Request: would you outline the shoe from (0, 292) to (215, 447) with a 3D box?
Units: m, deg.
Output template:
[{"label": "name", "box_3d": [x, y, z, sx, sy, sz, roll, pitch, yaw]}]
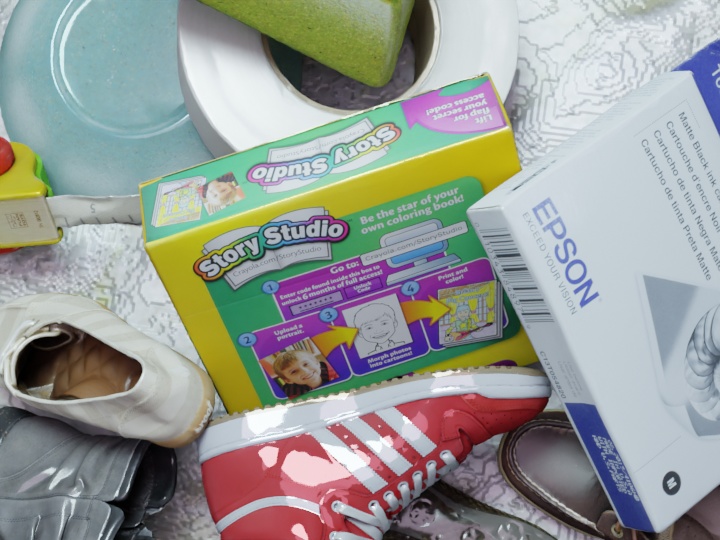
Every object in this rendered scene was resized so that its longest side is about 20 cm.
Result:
[{"label": "shoe", "box_3d": [-0.165, 0.049, 0.865, 0.199, 0.053, 0.070, 14, 81, 42]}]

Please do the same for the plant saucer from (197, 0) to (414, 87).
[{"label": "plant saucer", "box_3d": [-0.027, -0.228, 0.805, 0.199, 0.048, 0.201, 22, 78, -28]}]

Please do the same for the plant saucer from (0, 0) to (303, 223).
[{"label": "plant saucer", "box_3d": [-0.137, -0.131, 0.942, 0.200, 0.039, 0.202, -1, 81, 6]}]

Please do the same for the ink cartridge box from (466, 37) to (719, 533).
[{"label": "ink cartridge box", "box_3d": [0.177, 0.003, 0.805, 0.200, 0.041, 0.200, -35, 105, -25]}]

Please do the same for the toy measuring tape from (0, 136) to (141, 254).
[{"label": "toy measuring tape", "box_3d": [-0.188, -0.050, 0.915, 0.199, 0.074, 0.074, -4, 80, 11]}]

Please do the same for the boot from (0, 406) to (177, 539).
[{"label": "boot", "box_3d": [-0.191, 0.173, 0.846, 0.131, 0.070, 0.201, 9, 70, 33]}]

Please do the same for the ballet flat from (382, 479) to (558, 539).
[{"label": "ballet flat", "box_3d": [0.057, 0.162, 0.873, 0.199, 0.046, 0.068, 31, 77, 5]}]

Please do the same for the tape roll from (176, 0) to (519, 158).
[{"label": "tape roll", "box_3d": [-0.010, -0.134, 0.891, 0.201, 0.071, 0.204, 1, 81, -7]}]

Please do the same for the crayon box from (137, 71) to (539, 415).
[{"label": "crayon box", "box_3d": [0.000, 0.000, 0.839, 0.199, 0.173, 0.058, -18, 41, 3]}]

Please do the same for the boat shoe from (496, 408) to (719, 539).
[{"label": "boat shoe", "box_3d": [0.172, 0.131, 0.845, 0.199, 0.072, 0.072, 26, 84, 10]}]

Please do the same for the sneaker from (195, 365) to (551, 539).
[{"label": "sneaker", "box_3d": [0.014, 0.120, 0.820, 0.199, 0.071, 0.113, -13, 72, 5]}]
